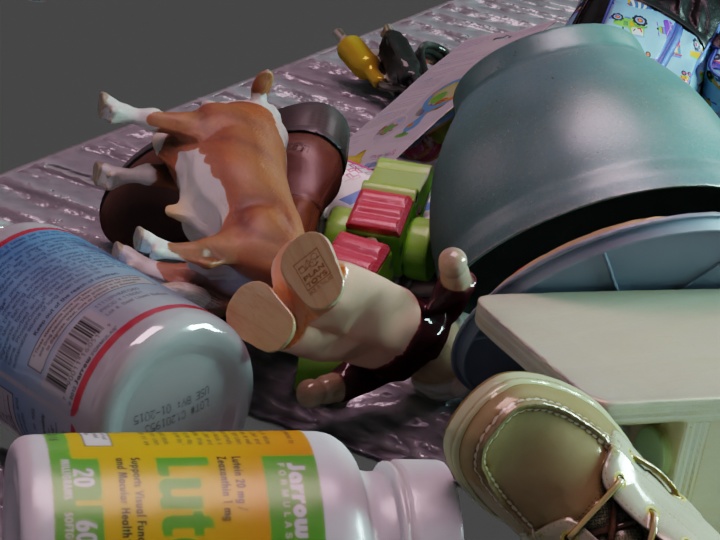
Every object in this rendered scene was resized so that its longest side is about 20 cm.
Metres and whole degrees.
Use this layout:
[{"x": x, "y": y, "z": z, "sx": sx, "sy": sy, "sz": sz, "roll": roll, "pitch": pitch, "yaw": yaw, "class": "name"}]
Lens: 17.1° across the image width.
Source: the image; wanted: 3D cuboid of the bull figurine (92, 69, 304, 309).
[{"x": -0.085, "y": -0.049, "z": 1.357, "sx": 0.121, "sy": 0.065, "sz": 0.200, "roll": 2, "pitch": 37, "yaw": -20, "class": "bull figurine"}]

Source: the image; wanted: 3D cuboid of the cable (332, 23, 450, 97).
[{"x": 0.040, "y": -0.130, "z": 1.845, "sx": 0.097, "sy": 0.050, "sz": 0.200, "roll": 16, "pitch": 31, "yaw": -22, "class": "cable"}]

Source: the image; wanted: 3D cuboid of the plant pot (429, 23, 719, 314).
[{"x": 0.127, "y": -0.060, "z": 1.416, "sx": 0.200, "sy": 0.200, "sz": 0.135, "roll": -4, "pitch": 65, "yaw": -23, "class": "plant pot"}]

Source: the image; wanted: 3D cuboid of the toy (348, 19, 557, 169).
[{"x": 0.047, "y": -0.097, "z": 1.655, "sx": 0.200, "sy": 0.047, "sz": 0.115, "roll": -38, "pitch": 17, "yaw": -27, "class": "toy"}]

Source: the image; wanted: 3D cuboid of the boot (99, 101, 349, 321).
[{"x": -0.099, "y": -0.003, "z": 1.451, "sx": 0.188, "sy": 0.069, "sz": 0.200, "roll": -12, "pitch": 37, "yaw": 22, "class": "boot"}]

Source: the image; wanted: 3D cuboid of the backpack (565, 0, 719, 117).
[{"x": 0.177, "y": -0.100, "z": 1.615, "sx": 0.134, "sy": 0.183, "sz": 0.200, "roll": 24, "pitch": 38, "yaw": 1, "class": "backpack"}]

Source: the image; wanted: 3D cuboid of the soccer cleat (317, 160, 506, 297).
[{"x": 0.002, "y": -0.025, "z": 1.522, "sx": 0.199, "sy": 0.070, "sz": 0.086, "roll": 9, "pitch": 30, "yaw": 12, "class": "soccer cleat"}]

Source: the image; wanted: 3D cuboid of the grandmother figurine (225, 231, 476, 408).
[{"x": 0.014, "y": 0.030, "z": 1.317, "sx": 0.200, "sy": 0.121, "sz": 0.061, "roll": 26, "pitch": 35, "yaw": -58, "class": "grandmother figurine"}]

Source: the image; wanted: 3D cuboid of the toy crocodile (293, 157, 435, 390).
[{"x": 0.000, "y": 0.000, "z": 1.428, "sx": 0.067, "sy": 0.062, "sz": 0.200, "roll": 13, "pitch": 48, "yaw": 15, "class": "toy crocodile"}]

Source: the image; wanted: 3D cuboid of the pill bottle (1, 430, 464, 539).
[{"x": -0.059, "y": 0.128, "z": 1.087, "sx": 0.199, "sy": 0.111, "sz": 0.111, "roll": 0, "pitch": 23, "yaw": -14, "class": "pill bottle"}]

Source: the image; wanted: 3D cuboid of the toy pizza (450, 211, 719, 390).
[{"x": 0.143, "y": 0.016, "z": 1.322, "sx": 0.200, "sy": 0.200, "sz": 0.032, "roll": -4, "pitch": 60, "yaw": -23, "class": "toy pizza"}]

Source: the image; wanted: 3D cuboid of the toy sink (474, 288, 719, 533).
[{"x": 0.161, "y": 0.087, "z": 1.243, "sx": 0.199, "sy": 0.112, "sz": 0.130, "roll": -1, "pitch": 23, "yaw": -29, "class": "toy sink"}]

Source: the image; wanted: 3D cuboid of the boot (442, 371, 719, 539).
[{"x": 0.133, "y": 0.134, "z": 1.075, "sx": 0.200, "sy": 0.072, "sz": 0.155, "roll": 42, "pitch": 2, "yaw": -38, "class": "boot"}]

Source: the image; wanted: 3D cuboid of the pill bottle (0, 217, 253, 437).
[{"x": -0.158, "y": 0.039, "z": 1.278, "sx": 0.109, "sy": 0.109, "sz": 0.200, "roll": -15, "pitch": 31, "yaw": -40, "class": "pill bottle"}]
